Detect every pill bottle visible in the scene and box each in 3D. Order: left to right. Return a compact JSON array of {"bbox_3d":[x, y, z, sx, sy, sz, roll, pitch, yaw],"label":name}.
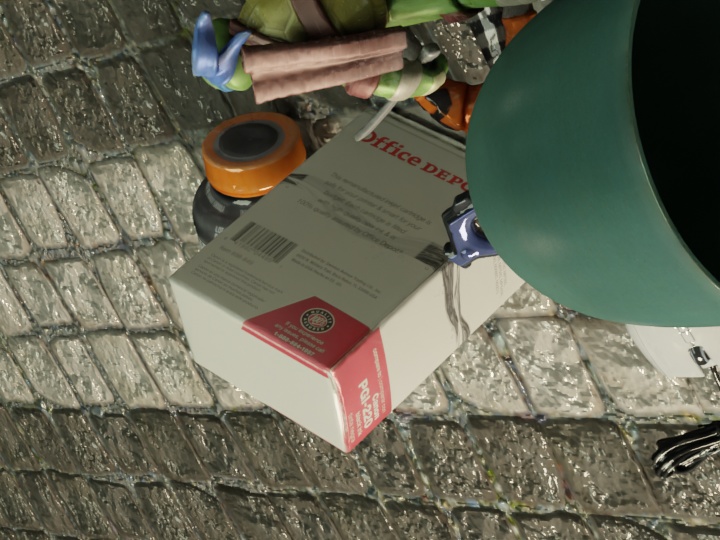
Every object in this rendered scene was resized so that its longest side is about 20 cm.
[{"bbox_3d":[-0.060,-0.013,1.443,0.106,0.106,0.201,23,139,37],"label":"pill bottle"}]

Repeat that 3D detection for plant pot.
[{"bbox_3d":[0.149,-0.063,1.022,0.160,0.200,0.202,-13,112,51],"label":"plant pot"}]

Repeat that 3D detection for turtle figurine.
[{"bbox_3d":[0.008,-0.167,1.082,0.193,0.200,0.145,-21,83,27],"label":"turtle figurine"}]

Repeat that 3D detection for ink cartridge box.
[{"bbox_3d":[0.000,0.000,1.289,0.145,0.200,0.085,28,147,33],"label":"ink cartridge box"}]

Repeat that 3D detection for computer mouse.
[{"bbox_3d":[0.191,0.035,1.173,0.109,0.044,0.201,-17,120,21],"label":"computer mouse"}]

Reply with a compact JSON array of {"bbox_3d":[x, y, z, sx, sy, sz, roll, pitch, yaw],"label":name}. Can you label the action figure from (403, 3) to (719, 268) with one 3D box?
[{"bbox_3d":[0.117,-0.099,1.177,0.199,0.105,0.194,-24,111,27],"label":"action figure"}]
